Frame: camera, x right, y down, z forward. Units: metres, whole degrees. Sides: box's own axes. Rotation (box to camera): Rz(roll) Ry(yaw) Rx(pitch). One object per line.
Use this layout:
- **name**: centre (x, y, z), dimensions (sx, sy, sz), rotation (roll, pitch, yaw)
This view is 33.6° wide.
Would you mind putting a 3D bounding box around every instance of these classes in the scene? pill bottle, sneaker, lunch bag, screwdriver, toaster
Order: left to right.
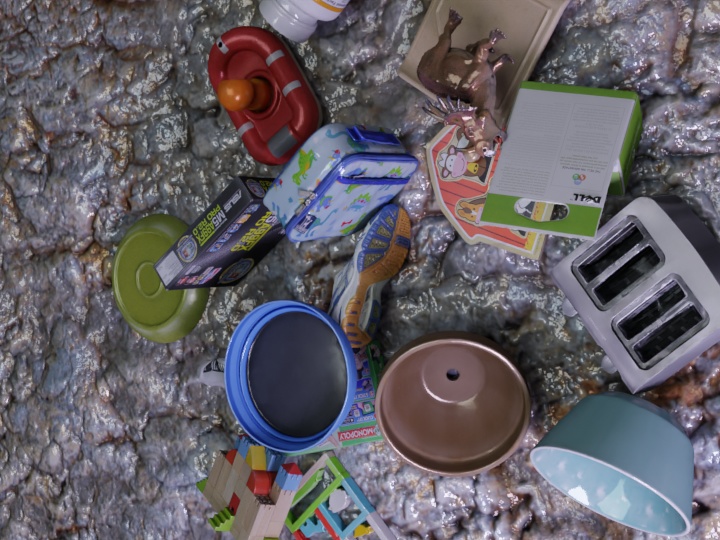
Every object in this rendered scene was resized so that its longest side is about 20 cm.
- **sneaker**: centre (-0.151, 0.176, 1.694), dimensions (0.198, 0.075, 0.117), rotation (-9, 85, 33)
- **pill bottle**: centre (-0.049, -0.412, 1.615), dimensions (0.200, 0.111, 0.111), rotation (-49, 68, 24)
- **lunch bag**: centre (-0.022, -0.117, 1.560), dimensions (0.161, 0.199, 0.083), rotation (-48, 70, 24)
- **sneaker**: centre (0.000, 0.000, 1.627), dimensions (0.088, 0.075, 0.202), rotation (23, 90, 58)
- **screwdriver**: centre (0.055, 0.115, 1.632), dimensions (0.198, 0.028, 0.029), rotation (11, 69, 38)
- **toaster**: centre (0.344, 0.023, 1.386), dimensions (0.200, 0.118, 0.182), rotation (-41, 72, 26)

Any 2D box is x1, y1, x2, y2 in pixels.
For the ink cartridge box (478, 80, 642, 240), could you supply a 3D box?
- **ink cartridge box**: centre (0.237, -0.116, 1.408), dimensions (0.146, 0.076, 0.202), rotation (10, 66, 25)

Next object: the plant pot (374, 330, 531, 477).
- **plant pot**: centre (0.119, 0.154, 1.526), dimensions (0.197, 0.093, 0.204), rotation (2, 117, 5)

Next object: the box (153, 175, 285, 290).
- **box**: centre (-0.176, -0.051, 1.684), dimensions (0.200, 0.159, 0.045), rotation (-43, 70, 25)

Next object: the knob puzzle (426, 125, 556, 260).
- **knob puzzle**: centre (0.165, -0.129, 1.542), dimensions (0.217, 0.030, 0.223), rotation (2, 94, 32)

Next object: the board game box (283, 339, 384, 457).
- **board game box**: centre (-0.044, 0.183, 1.680), dimensions (0.198, 0.029, 0.137), rotation (-15, 85, 36)

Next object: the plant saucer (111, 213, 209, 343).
- **plant saucer**: centre (-0.320, 0.013, 1.853), dimensions (0.197, 0.031, 0.203), rotation (1, 93, 32)

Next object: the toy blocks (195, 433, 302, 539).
- **toy blocks**: centre (-0.156, 0.304, 1.719), dimensions (0.200, 0.099, 0.138), rotation (38, 111, 51)

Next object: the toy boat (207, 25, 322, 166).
- **toy boat**: centre (-0.152, -0.249, 1.676), dimensions (0.130, 0.130, 0.202), rotation (-37, 73, 27)

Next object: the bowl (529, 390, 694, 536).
- **bowl**: centre (0.308, 0.215, 1.392), dimensions (0.199, 0.201, 0.106), rotation (18, 68, 30)

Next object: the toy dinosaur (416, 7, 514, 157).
- **toy dinosaur**: centre (0.113, -0.233, 1.451), dimensions (0.136, 0.086, 0.200), rotation (-50, 42, 1)

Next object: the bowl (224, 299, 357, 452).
- **bowl**: centre (-0.092, 0.140, 1.600), dimensions (0.198, 0.039, 0.204), rotation (0, 90, 29)

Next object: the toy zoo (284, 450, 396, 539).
- **toy zoo**: centre (-0.026, 0.376, 1.691), dimensions (0.131, 0.020, 0.201), rotation (-48, 68, 25)

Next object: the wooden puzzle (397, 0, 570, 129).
- **wooden puzzle**: centre (0.158, -0.301, 1.532), dimensions (0.184, 0.037, 0.202), rotation (38, 107, 31)
